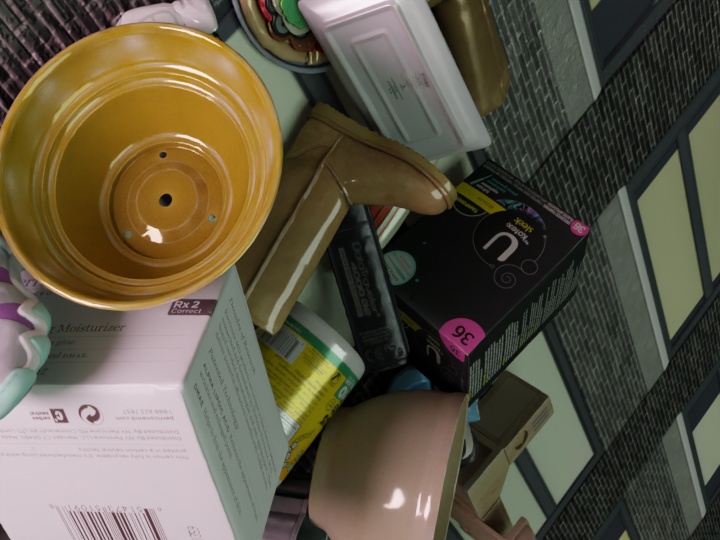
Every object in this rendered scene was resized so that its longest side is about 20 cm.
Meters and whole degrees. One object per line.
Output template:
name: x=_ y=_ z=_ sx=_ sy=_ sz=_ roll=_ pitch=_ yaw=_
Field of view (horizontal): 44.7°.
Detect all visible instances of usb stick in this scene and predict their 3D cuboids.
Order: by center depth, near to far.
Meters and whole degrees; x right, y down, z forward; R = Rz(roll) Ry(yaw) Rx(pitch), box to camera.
usb stick: x=0.000 y=0.000 z=0.861 sx=0.033 sy=0.054 sz=0.205 roll=-55 pitch=130 yaw=-74

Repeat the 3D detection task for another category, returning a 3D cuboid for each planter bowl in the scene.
planter bowl: x=-0.146 y=-0.062 z=0.616 sx=0.201 sy=0.199 sz=0.084 roll=-50 pitch=167 yaw=-11
planter bowl: x=0.025 y=0.210 z=0.879 sx=0.200 sy=0.131 sz=0.206 roll=11 pitch=90 yaw=-77

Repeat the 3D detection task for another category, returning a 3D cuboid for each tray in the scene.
tray: x=0.033 y=-0.163 z=0.763 sx=0.201 sy=0.105 sz=0.023 roll=54 pitch=35 yaw=-41

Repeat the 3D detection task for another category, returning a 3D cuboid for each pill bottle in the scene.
pill bottle: x=-0.094 y=0.137 z=0.844 sx=0.201 sy=0.112 sz=0.113 roll=-51 pitch=137 yaw=-12

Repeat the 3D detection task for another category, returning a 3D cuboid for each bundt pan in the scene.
bundt pan: x=-0.092 y=0.305 z=0.916 sx=0.202 sy=0.074 sz=0.207 roll=12 pitch=90 yaw=-80

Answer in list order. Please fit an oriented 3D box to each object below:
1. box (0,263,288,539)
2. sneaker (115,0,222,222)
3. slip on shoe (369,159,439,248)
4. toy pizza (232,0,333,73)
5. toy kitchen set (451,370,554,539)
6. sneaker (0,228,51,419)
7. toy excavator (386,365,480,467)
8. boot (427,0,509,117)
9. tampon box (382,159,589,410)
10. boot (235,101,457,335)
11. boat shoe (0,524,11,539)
box: x=-0.177 y=0.114 z=0.664 sx=0.132 sy=0.194 sz=0.203 roll=-76 pitch=159 yaw=-52
sneaker: x=-0.149 y=-0.114 z=0.697 sx=0.079 sy=0.075 sz=0.204 roll=-11 pitch=121 yaw=-19
slip on shoe: x=0.027 y=-0.082 z=0.893 sx=0.203 sy=0.060 sz=0.074 roll=-60 pitch=175 yaw=15
toy pizza: x=-0.028 y=-0.270 z=0.752 sx=0.198 sy=0.031 sz=0.205 roll=-23 pitch=126 yaw=-35
toy kitchen set: x=0.226 y=0.296 z=1.212 sx=0.180 sy=0.162 sz=0.202 roll=-44 pitch=136 yaw=-18
sneaker: x=-0.271 y=-0.001 z=0.543 sx=0.078 sy=0.201 sz=0.140 roll=-42 pitch=133 yaw=7
toy excavator: x=0.095 y=0.129 z=1.035 sx=0.100 sy=0.190 sz=0.205 roll=28 pitch=48 yaw=-67
boot: x=0.093 y=-0.226 z=0.827 sx=0.177 sy=0.065 sz=0.202 roll=-63 pitch=145 yaw=-37
tampon box: x=0.125 y=0.013 z=0.950 sx=0.199 sy=0.149 sz=0.127 roll=-41 pitch=151 yaw=-21
boot: x=-0.032 y=-0.030 z=0.785 sx=0.202 sy=0.173 sz=0.066 roll=-56 pitch=156 yaw=-9
boat shoe: x=-0.276 y=0.230 z=0.748 sx=0.199 sy=0.071 sz=0.072 roll=20 pitch=101 yaw=-59
